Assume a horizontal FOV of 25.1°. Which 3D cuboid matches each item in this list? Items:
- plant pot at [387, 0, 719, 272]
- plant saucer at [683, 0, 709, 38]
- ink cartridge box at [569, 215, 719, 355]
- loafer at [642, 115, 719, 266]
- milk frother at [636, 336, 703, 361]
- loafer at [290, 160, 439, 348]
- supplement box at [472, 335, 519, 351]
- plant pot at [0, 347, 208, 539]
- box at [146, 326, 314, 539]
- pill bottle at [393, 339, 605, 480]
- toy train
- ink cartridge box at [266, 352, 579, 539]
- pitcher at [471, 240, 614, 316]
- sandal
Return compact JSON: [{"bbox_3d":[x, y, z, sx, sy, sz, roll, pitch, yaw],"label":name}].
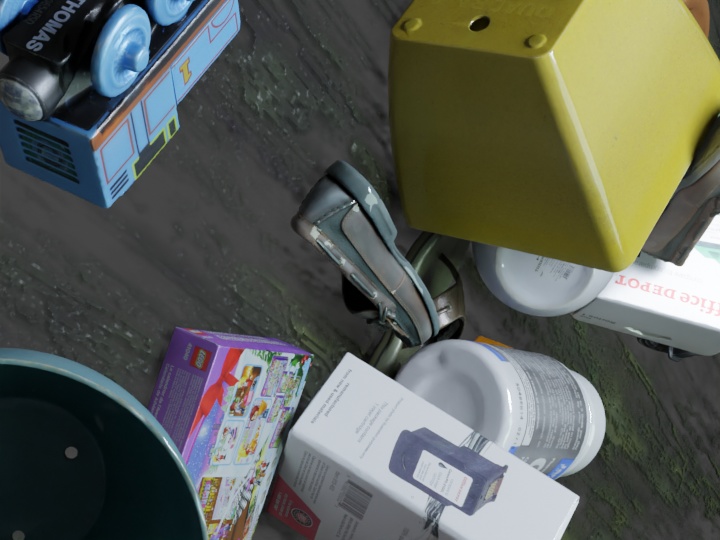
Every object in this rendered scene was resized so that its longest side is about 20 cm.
[{"bbox_3d":[0.132,-0.146,1.199,0.200,0.200,0.177,-55,140,-27],"label":"plant pot"},{"bbox_3d":[0.311,-0.213,1.663,0.200,0.037,0.201,-44,145,-42],"label":"plant saucer"},{"bbox_3d":[0.277,-0.042,1.415,0.084,0.146,0.201,129,-25,-75],"label":"ink cartridge box"},{"bbox_3d":[0.274,-0.065,1.264,0.072,0.063,0.200,-57,-177,-31],"label":"loafer"},{"bbox_3d":[0.289,-0.026,1.582,0.200,0.180,0.189,33,79,-59],"label":"milk frother"},{"bbox_3d":[0.000,0.000,1.190,0.063,0.072,0.200,-41,140,-11],"label":"loafer"},{"bbox_3d":[0.110,0.180,1.510,0.126,0.073,0.200,-47,147,-38],"label":"supplement box"},{"bbox_3d":[-0.176,0.125,0.811,0.135,0.200,0.201,-119,-135,-78],"label":"plant pot"},{"bbox_3d":[-0.108,0.140,1.093,0.137,0.039,0.201,13,97,-65],"label":"box"},{"bbox_3d":[0.117,0.120,1.319,0.200,0.114,0.114,13,97,-57],"label":"pill bottle"},{"bbox_3d":[-0.115,-0.133,0.835,0.200,0.087,0.114,-56,160,-31],"label":"toy train"},{"bbox_3d":[0.042,0.172,1.184,0.084,0.200,0.145,-53,170,-32],"label":"ink cartridge box"},{"bbox_3d":[0.164,-0.060,1.328,0.200,0.121,0.172,-67,180,-69],"label":"pitcher"},{"bbox_3d":[0.055,0.049,1.323,0.080,0.057,0.201,33,77,-64],"label":"sandal"}]
